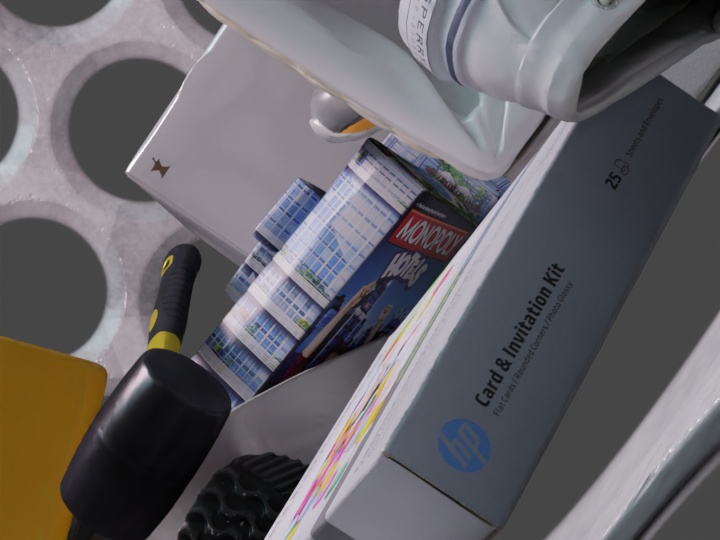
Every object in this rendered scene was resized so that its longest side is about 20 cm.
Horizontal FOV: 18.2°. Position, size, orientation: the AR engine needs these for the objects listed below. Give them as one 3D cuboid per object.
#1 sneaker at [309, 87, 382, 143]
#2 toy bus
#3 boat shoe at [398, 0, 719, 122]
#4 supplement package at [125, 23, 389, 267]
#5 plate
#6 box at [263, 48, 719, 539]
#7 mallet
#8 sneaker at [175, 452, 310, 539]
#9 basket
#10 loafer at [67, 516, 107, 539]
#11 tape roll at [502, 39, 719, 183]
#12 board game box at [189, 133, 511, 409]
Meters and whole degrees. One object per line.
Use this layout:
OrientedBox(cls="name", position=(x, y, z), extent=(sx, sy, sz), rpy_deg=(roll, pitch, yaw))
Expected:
OrientedBox(cls="sneaker", position=(0.046, -0.132, 0.894), extent=(0.200, 0.077, 0.078), rpy_deg=(-46, 6, -1))
OrientedBox(cls="toy bus", position=(-0.162, 0.131, 0.924), extent=(0.078, 0.065, 0.202), rpy_deg=(162, 123, -72))
OrientedBox(cls="boat shoe", position=(0.100, -0.092, 0.634), extent=(0.199, 0.067, 0.074), rpy_deg=(-35, -33, -29))
OrientedBox(cls="supplement package", position=(-0.028, -0.052, 1.178), extent=(0.122, 0.119, 0.200), rpy_deg=(-56, -8, -2))
OrientedBox(cls="plate", position=(-0.054, 0.122, 0.927), extent=(0.200, 0.032, 0.200), rpy_deg=(-57, -13, 19))
OrientedBox(cls="box", position=(0.023, 0.044, 0.682), extent=(0.156, 0.041, 0.200), rpy_deg=(-57, 1, -32))
OrientedBox(cls="mallet", position=(-0.071, 0.026, 0.862), extent=(0.066, 0.041, 0.200), rpy_deg=(-54, 13, 25))
OrientedBox(cls="sneaker", position=(-0.066, 0.162, 0.794), extent=(0.201, 0.070, 0.093), rpy_deg=(-58, -14, -13))
OrientedBox(cls="basket", position=(0.001, -0.133, 0.798), extent=(0.136, 0.199, 0.123), rpy_deg=(-56, -5, -2))
OrientedBox(cls="loafer", position=(-0.114, 0.123, 1.003), extent=(0.072, 0.063, 0.200), rpy_deg=(-41, -6, -36))
OrientedBox(cls="tape roll", position=(0.119, -0.108, 0.800), extent=(0.204, 0.037, 0.203), rpy_deg=(-56, 2, 4))
OrientedBox(cls="board game box", position=(0.000, 0.000, 0.984), extent=(0.200, 0.062, 0.200), rpy_deg=(-51, -16, 3))
